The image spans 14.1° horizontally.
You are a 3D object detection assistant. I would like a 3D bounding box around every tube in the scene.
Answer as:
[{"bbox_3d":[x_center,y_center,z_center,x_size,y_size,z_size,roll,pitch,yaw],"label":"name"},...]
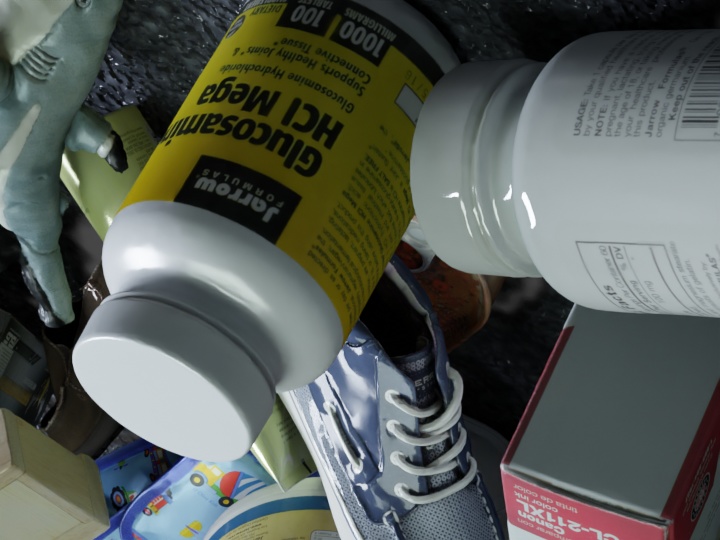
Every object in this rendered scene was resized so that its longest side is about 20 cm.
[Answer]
[{"bbox_3d":[-0.078,0.016,1.413,0.201,0.058,0.052,56,152,2],"label":"tube"}]

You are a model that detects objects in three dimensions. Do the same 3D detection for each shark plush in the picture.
[{"bbox_3d":[-0.147,-0.059,1.359,0.083,0.091,0.201,2,109,2],"label":"shark plush"}]

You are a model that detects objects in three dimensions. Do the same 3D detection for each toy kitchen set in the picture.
[{"bbox_3d":[-0.217,0.104,1.549,0.180,0.201,0.163,-32,138,18],"label":"toy kitchen set"}]

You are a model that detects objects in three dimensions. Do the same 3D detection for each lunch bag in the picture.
[{"bbox_3d":[-0.060,0.145,1.525,0.150,0.094,0.200,37,137,-17],"label":"lunch bag"}]

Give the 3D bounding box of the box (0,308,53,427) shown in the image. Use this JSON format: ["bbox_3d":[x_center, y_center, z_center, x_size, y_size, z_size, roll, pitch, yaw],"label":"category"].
[{"bbox_3d":[-0.253,0.025,1.600,0.158,0.049,0.200,25,172,6],"label":"box"}]

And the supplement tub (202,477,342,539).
[{"bbox_3d":[-0.021,0.214,1.396,0.144,0.201,0.145,4,130,4],"label":"supplement tub"}]

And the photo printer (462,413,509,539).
[{"bbox_3d":[-0.002,0.116,1.568,0.199,0.070,0.167,24,151,8],"label":"photo printer"}]

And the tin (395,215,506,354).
[{"bbox_3d":[0.000,0.000,1.418,0.112,0.042,0.200,31,151,-11],"label":"tin"}]

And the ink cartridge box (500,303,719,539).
[{"bbox_3d":[0.132,0.097,1.339,0.082,0.146,0.200,17,149,18],"label":"ink cartridge box"}]

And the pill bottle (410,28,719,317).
[{"bbox_3d":[0.124,-0.039,1.166,0.199,0.115,0.115,3,142,39],"label":"pill bottle"}]

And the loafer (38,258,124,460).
[{"bbox_3d":[-0.137,0.041,1.584,0.071,0.073,0.200,41,146,1],"label":"loafer"}]

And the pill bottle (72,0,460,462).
[{"bbox_3d":[-0.040,-0.023,1.249,0.112,0.201,0.113,21,150,13],"label":"pill bottle"}]

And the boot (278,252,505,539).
[{"bbox_3d":[0.022,0.081,1.350,0.201,0.073,0.090,57,150,11],"label":"boot"}]
